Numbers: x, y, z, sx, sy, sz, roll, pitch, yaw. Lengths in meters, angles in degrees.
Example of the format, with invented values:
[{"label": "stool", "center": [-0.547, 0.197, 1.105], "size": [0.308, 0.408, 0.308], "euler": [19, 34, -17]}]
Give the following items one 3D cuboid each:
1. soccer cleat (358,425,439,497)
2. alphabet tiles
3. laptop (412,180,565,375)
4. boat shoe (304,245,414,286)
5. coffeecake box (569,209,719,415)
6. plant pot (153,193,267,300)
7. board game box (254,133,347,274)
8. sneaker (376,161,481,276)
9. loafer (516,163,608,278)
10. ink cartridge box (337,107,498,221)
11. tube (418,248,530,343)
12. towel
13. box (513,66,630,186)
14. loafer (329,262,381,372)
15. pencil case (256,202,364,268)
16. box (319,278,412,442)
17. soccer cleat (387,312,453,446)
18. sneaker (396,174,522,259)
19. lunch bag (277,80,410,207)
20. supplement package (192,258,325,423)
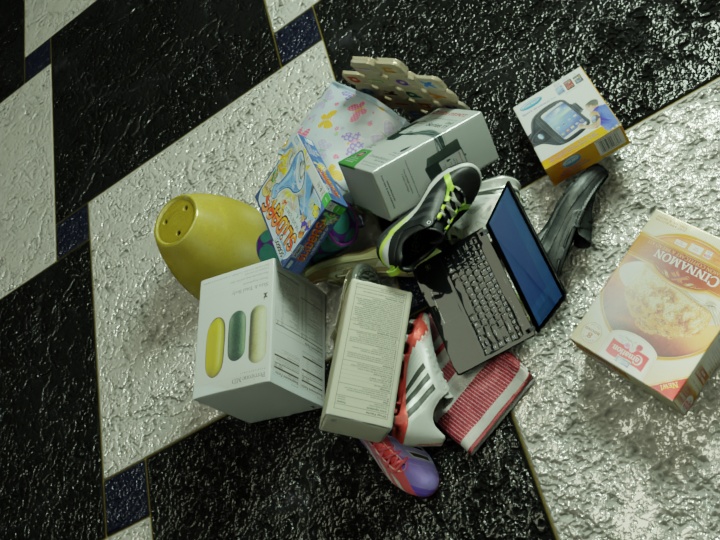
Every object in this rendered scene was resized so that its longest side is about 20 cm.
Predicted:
[{"label": "soccer cleat", "center": [0.031, 0.239, 1.167], "size": [0.067, 0.076, 0.200], "euler": [-46, 58, 6]}, {"label": "alphabet tiles", "center": [0.073, -0.288, 1.327], "size": [0.194, 0.199, 0.015], "euler": [14, 81, 39]}, {"label": "laptop", "center": [0.167, 0.015, 1.128], "size": [0.199, 0.103, 0.179], "euler": [-30, 65, 18]}, {"label": "boat shoe", "center": [0.002, 0.000, 1.325], "size": [0.199, 0.073, 0.064], "euler": [-14, 90, 22]}, {"label": "coffeecake box", "center": [0.384, 0.049, 1.030], "size": [0.153, 0.073, 0.201], "euler": [34, 89, 39]}, {"label": "plant pot", "center": [-0.289, -0.060, 1.500], "size": [0.198, 0.142, 0.202], "euler": [-16, 59, 28]}, {"label": "board game box", "center": [-0.097, -0.108, 1.298], "size": [0.136, 0.034, 0.201], "euler": [-53, 37, 21]}, {"label": "sneaker", "center": [0.109, -0.065, 1.169], "size": [0.200, 0.072, 0.083], "euler": [-47, 30, -2]}, {"label": "loafer", "center": [0.294, -0.057, 1.156], "size": [0.070, 0.068, 0.201], "euler": [32, 81, 18]}, {"label": "ink cartridge box", "center": [0.086, -0.167, 1.259], "size": [0.199, 0.084, 0.146], "euler": [-30, 22, -14]}, {"label": "tube", "center": [0.164, 0.030, 1.210], "size": [0.200, 0.052, 0.058], "euler": [37, 130, 35]}, {"label": "towel", "center": [0.136, 0.145, 1.186], "size": [0.144, 0.023, 0.200], "euler": [-51, 50, 4]}, {"label": "box", "center": [0.300, -0.220, 1.215], "size": [0.118, 0.042, 0.201], "euler": [-30, 39, 16]}, {"label": "loafer", "center": [-0.017, 0.088, 1.267], "size": [0.069, 0.075, 0.202], "euler": [5, 85, 44]}, {"label": "pencil case", "center": [-0.088, -0.055, 1.364], "size": [0.199, 0.085, 0.093], "euler": [-22, 59, 46]}, {"label": "box", "center": [0.008, 0.124, 1.143], "size": [0.094, 0.078, 0.202], "euler": [15, 63, -5]}, {"label": "soccer cleat", "center": [0.091, 0.154, 1.165], "size": [0.084, 0.069, 0.201], "euler": [11, 56, 0]}, {"label": "sneaker", "center": [0.149, -0.063, 1.241], "size": [0.199, 0.076, 0.116], "euler": [-16, 58, 21]}, {"label": "lunch bag", "center": [-0.017, -0.204, 1.400], "size": [0.170, 0.127, 0.200], "euler": [-53, 40, -3]}, {"label": "supplement package", "center": [-0.157, 0.116, 1.316], "size": [0.151, 0.150, 0.202], "euler": [-16, 59, 26]}]
